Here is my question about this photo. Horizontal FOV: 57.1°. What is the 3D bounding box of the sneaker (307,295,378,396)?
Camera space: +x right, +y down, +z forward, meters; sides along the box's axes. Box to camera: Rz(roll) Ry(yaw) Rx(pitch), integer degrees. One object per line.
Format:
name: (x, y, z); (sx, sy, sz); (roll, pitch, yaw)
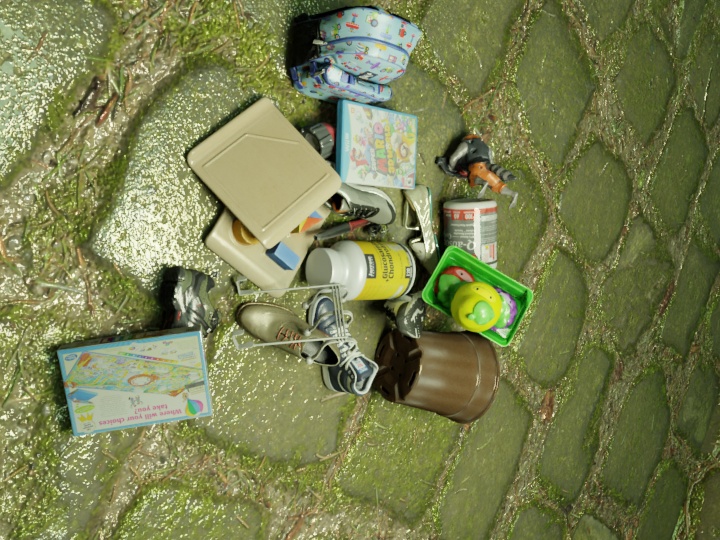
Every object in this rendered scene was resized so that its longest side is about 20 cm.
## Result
sneaker: (-0.031, 0.144, 1.246); (0.070, 0.108, 0.200); (-25, 112, -37)

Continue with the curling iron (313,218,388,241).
curling iron: (-0.016, -0.077, 1.255); (0.200, 0.050, 0.026); (-12, 137, -49)

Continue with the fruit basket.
fruit basket: (0.230, 0.055, 1.304); (0.216, 0.215, 0.156); (42, 71, -37)

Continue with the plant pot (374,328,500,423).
plant pot: (0.149, 0.206, 1.368); (0.198, 0.200, 0.201); (16, 86, -34)

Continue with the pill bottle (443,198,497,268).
pill bottle: (0.241, -0.054, 1.450); (0.116, 0.116, 0.200); (-12, 104, -40)

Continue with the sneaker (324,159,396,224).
sneaker: (-0.015, -0.125, 1.229); (0.200, 0.074, 0.079); (25, 49, -35)

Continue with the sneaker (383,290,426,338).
sneaker: (0.083, 0.089, 1.304); (0.200, 0.080, 0.074); (-35, 121, -78)

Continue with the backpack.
backpack: (-0.001, -0.368, 1.132); (0.182, 0.200, 0.135); (7, 89, -42)

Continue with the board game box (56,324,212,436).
board game box: (-0.327, 0.161, 0.976); (0.200, 0.034, 0.135); (-7, 102, -10)

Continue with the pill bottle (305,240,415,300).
pill bottle: (0.000, 0.000, 1.249); (0.200, 0.112, 0.112); (0, 97, -42)

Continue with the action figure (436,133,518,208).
action figure: (0.278, -0.223, 1.423); (0.200, 0.194, 0.105); (0, 139, -30)

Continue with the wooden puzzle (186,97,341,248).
wooden puzzle: (-0.157, -0.162, 1.099); (0.185, 0.037, 0.200); (-44, 96, -23)

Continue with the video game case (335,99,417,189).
video game case: (0.033, -0.228, 1.224); (0.200, 0.018, 0.143); (-2, 95, -45)

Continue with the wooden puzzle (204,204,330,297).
wooden puzzle: (-0.148, -0.078, 1.151); (0.185, 0.046, 0.200); (43, 69, -37)

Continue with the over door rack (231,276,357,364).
over door rack: (-0.113, 0.083, 1.107); (0.200, 0.148, 0.067); (4, 127, -12)

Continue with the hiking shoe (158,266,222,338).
hiking shoe: (-0.266, 0.096, 1.054); (0.101, 0.076, 0.200); (5, 92, -38)

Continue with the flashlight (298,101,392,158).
flashlight: (-0.025, -0.264, 1.225); (0.200, 0.068, 0.068); (-35, 116, -38)

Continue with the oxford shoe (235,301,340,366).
oxford shoe: (-0.120, 0.110, 1.153); (0.200, 0.075, 0.071); (24, 90, -16)

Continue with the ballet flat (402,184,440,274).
ballet flat: (0.124, -0.081, 1.392); (0.062, 0.067, 0.200); (-12, 102, -11)
